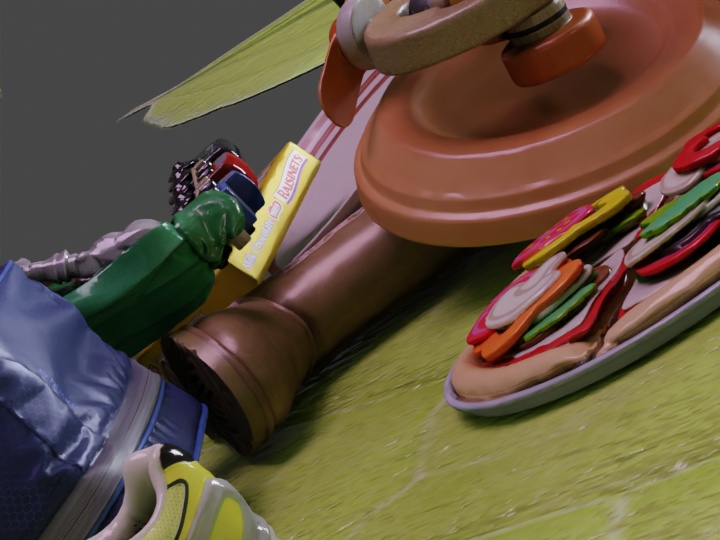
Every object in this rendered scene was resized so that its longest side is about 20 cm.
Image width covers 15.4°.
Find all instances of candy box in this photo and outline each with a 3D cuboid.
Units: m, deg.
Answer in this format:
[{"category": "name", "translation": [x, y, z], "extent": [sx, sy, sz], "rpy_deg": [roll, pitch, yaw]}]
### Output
[{"category": "candy box", "translation": [-0.094, 0.021, 1.408], "extent": [0.200, 0.026, 0.102], "rpy_deg": [-45, 16, 42]}]

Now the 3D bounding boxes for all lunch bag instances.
[{"category": "lunch bag", "translation": [-0.140, 0.094, 1.099], "extent": [0.136, 0.132, 0.200], "rpy_deg": [-51, 7, 12]}]

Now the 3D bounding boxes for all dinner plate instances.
[{"category": "dinner plate", "translation": [-0.003, -0.062, 1.403], "extent": [0.200, 0.024, 0.200], "rpy_deg": [-51, 15, 19]}]

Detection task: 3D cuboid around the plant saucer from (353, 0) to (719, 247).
[{"category": "plant saucer", "translation": [0.087, -0.082, 1.228], "extent": [0.200, 0.038, 0.200], "rpy_deg": [-18, 28, 10]}]

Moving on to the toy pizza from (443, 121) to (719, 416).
[{"category": "toy pizza", "translation": [0.111, -0.013, 1.040], "extent": [0.200, 0.032, 0.200], "rpy_deg": [-34, 10, 7]}]

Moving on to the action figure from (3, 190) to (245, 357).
[{"category": "action figure", "translation": [-0.137, 0.026, 1.216], "extent": [0.200, 0.055, 0.118], "rpy_deg": [-33, -31, 1]}]

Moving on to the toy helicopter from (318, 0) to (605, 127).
[{"category": "toy helicopter", "translation": [0.042, -0.132, 1.257], "extent": [0.132, 0.079, 0.200], "rpy_deg": [-25, 16, 15]}]

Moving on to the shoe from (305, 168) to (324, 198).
[{"category": "shoe", "translation": [0.034, -0.080, 1.505], "extent": [0.200, 0.070, 0.053], "rpy_deg": [-38, 18, -1]}]

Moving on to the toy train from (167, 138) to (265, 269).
[{"category": "toy train", "translation": [-0.071, -0.037, 1.338], "extent": [0.046, 0.034, 0.200], "rpy_deg": [-42, 11, 4]}]

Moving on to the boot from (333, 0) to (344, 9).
[{"category": "boot", "translation": [0.079, -0.191, 1.598], "extent": [0.200, 0.168, 0.076], "rpy_deg": [-35, 9, -3]}]

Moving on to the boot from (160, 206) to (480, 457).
[{"category": "boot", "translation": [0.000, 0.000, 1.255], "extent": [0.200, 0.066, 0.175], "rpy_deg": [-36, 8, -9]}]

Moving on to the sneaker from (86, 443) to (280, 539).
[{"category": "sneaker", "translation": [-0.115, 0.142, 0.939], "extent": [0.200, 0.077, 0.075], "rpy_deg": [-42, 14, -29]}]

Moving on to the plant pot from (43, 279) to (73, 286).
[{"category": "plant pot", "translation": [-0.203, 0.088, 1.367], "extent": [0.200, 0.093, 0.201], "rpy_deg": [-17, 25, 8]}]
